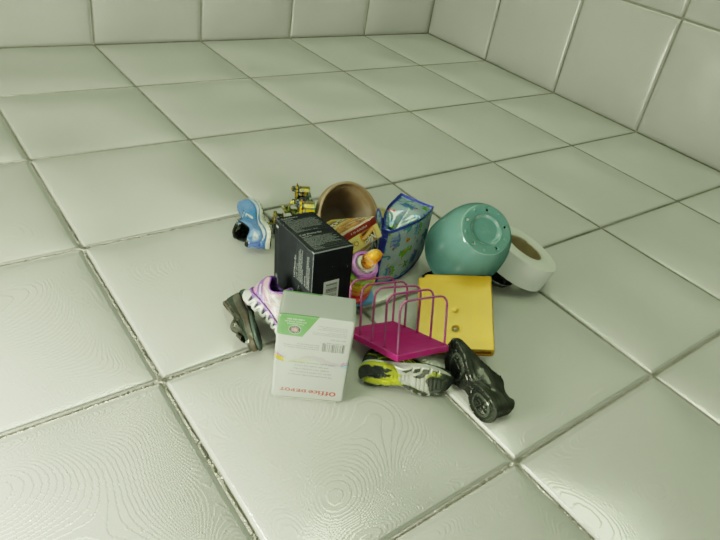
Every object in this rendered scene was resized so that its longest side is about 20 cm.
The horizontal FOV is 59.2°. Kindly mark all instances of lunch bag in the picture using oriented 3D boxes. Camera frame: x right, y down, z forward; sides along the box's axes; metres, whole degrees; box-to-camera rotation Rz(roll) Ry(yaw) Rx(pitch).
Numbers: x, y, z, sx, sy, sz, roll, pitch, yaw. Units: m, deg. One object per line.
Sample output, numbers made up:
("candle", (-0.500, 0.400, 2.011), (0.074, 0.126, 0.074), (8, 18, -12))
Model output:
("lunch bag", (0.089, -0.077, 1.632), (0.126, 0.172, 0.200), (22, 37, 16))

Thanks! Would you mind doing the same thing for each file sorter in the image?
("file sorter", (0.076, 0.094, 1.351), (0.137, 0.127, 0.199), (-5, 14, -33))

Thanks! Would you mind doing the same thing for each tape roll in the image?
("tape roll", (0.423, -0.037, 1.702), (0.200, 0.071, 0.203), (25, 28, -14))

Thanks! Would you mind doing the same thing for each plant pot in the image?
("plant pot", (0.273, -0.072, 1.537), (0.197, 0.161, 0.204), (4, 71, -12))
("plant pot", (-0.053, -0.132, 1.698), (0.199, 0.204, 0.092), (-19, 9, -37))

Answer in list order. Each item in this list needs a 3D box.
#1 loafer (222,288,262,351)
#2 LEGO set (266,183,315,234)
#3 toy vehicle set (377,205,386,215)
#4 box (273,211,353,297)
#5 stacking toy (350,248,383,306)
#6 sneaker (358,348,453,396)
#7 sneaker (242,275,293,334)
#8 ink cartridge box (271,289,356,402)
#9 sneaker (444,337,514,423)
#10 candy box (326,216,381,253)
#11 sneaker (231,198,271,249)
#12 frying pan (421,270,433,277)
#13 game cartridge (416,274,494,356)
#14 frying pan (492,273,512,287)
("loafer", (-0.255, 0.115, 1.363), (0.062, 0.073, 0.200), (-19, 33, -7))
("LEGO set", (-0.189, -0.144, 1.673), (0.114, 0.156, 0.201), (2, 31, -12))
("toy vehicle set", (0.014, -0.159, 1.858), (0.198, 0.027, 0.124), (21, 35, 15))
("box", (-0.110, 0.000, 1.422), (0.103, 0.202, 0.182), (-14, 35, -31))
("stacking toy", (0.000, 0.000, 1.448), (0.115, 0.200, 0.111), (-7, 68, -25))
("sneaker", (0.096, 0.199, 1.318), (0.197, 0.075, 0.085), (11, 33, 0))
("sneaker", (-0.158, 0.087, 1.353), (0.200, 0.089, 0.080), (43, 8, 9))
("ink cartridge box", (-0.092, 0.149, 1.227), (0.143, 0.202, 0.088), (7, 30, -4))
("sneaker", (0.247, 0.226, 1.329), (0.090, 0.076, 0.201), (-2, 50, -34))
("candy box", (-0.053, -0.078, 1.517), (0.115, 0.056, 0.199), (-31, 18, -28))
("sneaker", (-0.300, -0.128, 1.679), (0.088, 0.079, 0.201), (-4, 37, -25))
("frying pan", (0.242, 0.005, 1.678), (0.114, 0.031, 0.190), (24, 37, 14))
("game cartridge", (0.216, 0.099, 1.453), (0.173, 0.033, 0.202), (2, 53, 7))
("frying pan", (0.324, 0.005, 1.654), (0.188, 0.031, 0.115), (-1, 44, -41))
